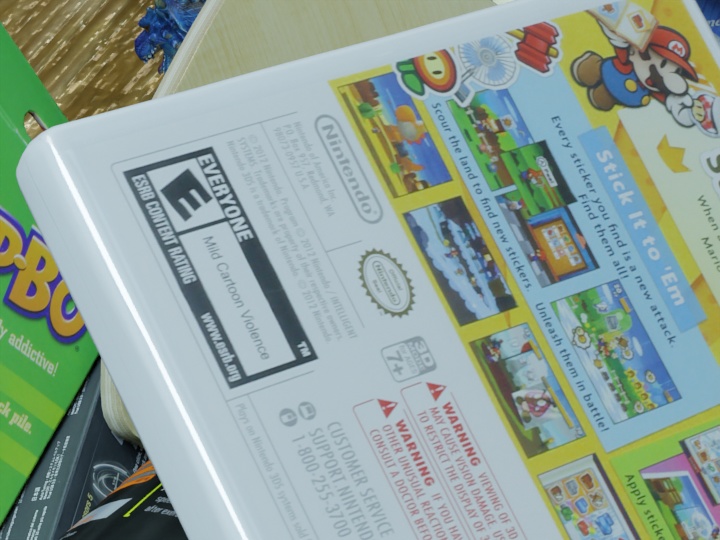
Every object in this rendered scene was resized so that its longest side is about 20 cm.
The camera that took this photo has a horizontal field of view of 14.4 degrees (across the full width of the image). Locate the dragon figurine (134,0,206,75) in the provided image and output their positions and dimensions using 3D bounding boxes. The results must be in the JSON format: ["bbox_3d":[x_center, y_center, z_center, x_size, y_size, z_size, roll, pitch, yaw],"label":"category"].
[{"bbox_3d":[-0.006,-0.099,1.006,0.200,0.099,0.059,-32,20,54],"label":"dragon figurine"}]

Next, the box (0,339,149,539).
[{"bbox_3d":[-0.066,0.138,0.764,0.044,0.160,0.200,-12,42,25],"label":"box"}]

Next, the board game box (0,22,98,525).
[{"bbox_3d":[-0.121,0.035,0.706,0.030,0.096,0.200,1,48,37],"label":"board game box"}]

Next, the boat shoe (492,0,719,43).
[{"bbox_3d":[0.051,-0.087,0.922,0.072,0.200,0.062,-57,0,24],"label":"boat shoe"}]

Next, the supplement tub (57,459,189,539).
[{"bbox_3d":[-0.014,0.094,0.647,0.122,0.123,0.200,11,38,38],"label":"supplement tub"}]

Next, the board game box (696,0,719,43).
[{"bbox_3d":[0.170,-0.135,1.006,0.200,0.043,0.199,-4,44,34],"label":"board game box"}]

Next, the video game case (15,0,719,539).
[{"bbox_3d":[0.044,0.038,0.616,0.182,0.023,0.200,-18,75,-35],"label":"video game case"}]

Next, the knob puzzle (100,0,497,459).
[{"bbox_3d":[0.000,0.000,0.813,0.030,0.220,0.220,-2,43,52],"label":"knob puzzle"}]
